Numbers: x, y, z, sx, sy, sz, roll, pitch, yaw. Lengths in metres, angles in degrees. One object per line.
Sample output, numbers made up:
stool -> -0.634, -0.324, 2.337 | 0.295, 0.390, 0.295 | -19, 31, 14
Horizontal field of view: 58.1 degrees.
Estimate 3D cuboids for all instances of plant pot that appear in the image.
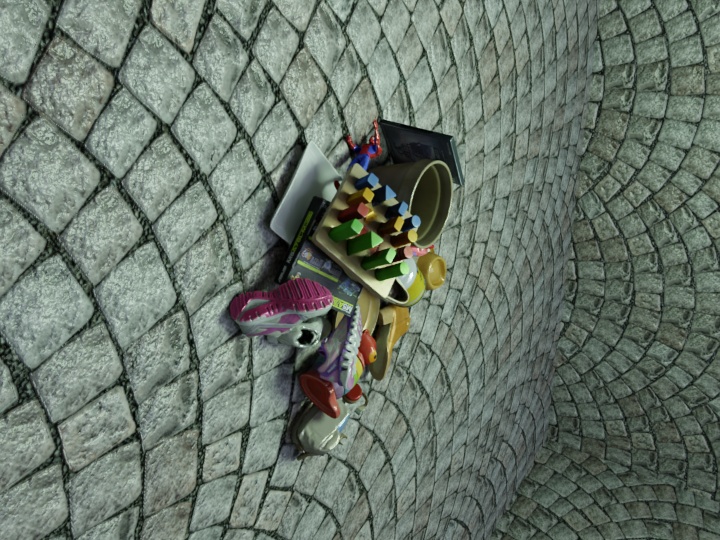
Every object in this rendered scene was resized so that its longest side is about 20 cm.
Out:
plant pot -> 0.095, -0.170, 1.514 | 0.199, 0.172, 0.203 | -31, 130, -46
plant pot -> -0.015, 0.108, 1.602 | 0.199, 0.027, 0.203 | -31, 128, -51

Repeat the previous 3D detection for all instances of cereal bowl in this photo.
cereal bowl -> 0.158, -0.192, 1.675 | 0.200, 0.082, 0.203 | 9, 90, -81

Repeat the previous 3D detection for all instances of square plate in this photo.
square plate -> -0.105, -0.133, 1.346 | 0.200, 0.028, 0.200 | 46, 64, -56

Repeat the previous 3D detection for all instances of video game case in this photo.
video game case -> 0.146, -0.279, 1.530 | 0.019, 0.198, 0.144 | -53, 143, -22

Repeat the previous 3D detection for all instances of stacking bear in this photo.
stacking bear -> -0.037, 0.221, 1.504 | 0.200, 0.113, 0.123 | -41, 136, -32

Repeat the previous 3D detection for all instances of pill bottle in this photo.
pill bottle -> 0.095, 0.015, 1.636 | 0.113, 0.111, 0.200 | -68, 158, -12

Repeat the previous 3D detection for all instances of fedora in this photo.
fedora -> 0.190, 0.002, 1.839 | 0.200, 0.081, 0.203 | -33, 130, -49

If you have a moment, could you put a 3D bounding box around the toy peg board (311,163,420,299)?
toy peg board -> 0.039, -0.086, 1.285 | 0.200, 0.097, 0.201 | 40, 60, -24

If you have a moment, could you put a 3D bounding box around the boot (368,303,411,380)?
boot -> 0.086, 0.186, 1.757 | 0.143, 0.070, 0.204 | -13, 109, -53

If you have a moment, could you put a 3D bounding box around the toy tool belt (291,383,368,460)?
toy tool belt -> -0.078, 0.360, 1.543 | 0.200, 0.124, 0.123 | -45, 170, -36

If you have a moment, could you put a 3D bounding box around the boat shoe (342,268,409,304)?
boat shoe -> 0.035, 0.012, 1.362 | 0.200, 0.065, 0.073 | 42, 77, -42

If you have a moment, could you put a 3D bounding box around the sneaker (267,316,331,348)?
sneaker -> -0.114, 0.137, 1.398 | 0.199, 0.080, 0.076 | 0, 101, -60

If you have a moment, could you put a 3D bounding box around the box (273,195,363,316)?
box -> -0.058, -0.026, 1.346 | 0.199, 0.047, 0.195 | 26, 90, -41

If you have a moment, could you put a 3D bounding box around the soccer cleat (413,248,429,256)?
soccer cleat -> 0.098, -0.071, 1.682 | 0.198, 0.076, 0.068 | 10, 68, -44

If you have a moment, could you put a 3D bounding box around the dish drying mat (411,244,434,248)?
dish drying mat -> 0.097, -0.070, 1.555 | 0.199, 0.076, 0.018 | 4, 104, -53

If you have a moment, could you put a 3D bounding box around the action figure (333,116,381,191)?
action figure -> -0.004, -0.259, 1.408 | 0.201, 0.064, 0.100 | -62, 145, -48

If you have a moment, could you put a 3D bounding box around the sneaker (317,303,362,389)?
sneaker -> -0.046, 0.157, 1.415 | 0.081, 0.087, 0.202 | 75, 22, -56

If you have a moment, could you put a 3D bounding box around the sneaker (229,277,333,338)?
sneaker -> -0.150, 0.078, 1.261 | 0.089, 0.197, 0.082 | 92, -14, -52
